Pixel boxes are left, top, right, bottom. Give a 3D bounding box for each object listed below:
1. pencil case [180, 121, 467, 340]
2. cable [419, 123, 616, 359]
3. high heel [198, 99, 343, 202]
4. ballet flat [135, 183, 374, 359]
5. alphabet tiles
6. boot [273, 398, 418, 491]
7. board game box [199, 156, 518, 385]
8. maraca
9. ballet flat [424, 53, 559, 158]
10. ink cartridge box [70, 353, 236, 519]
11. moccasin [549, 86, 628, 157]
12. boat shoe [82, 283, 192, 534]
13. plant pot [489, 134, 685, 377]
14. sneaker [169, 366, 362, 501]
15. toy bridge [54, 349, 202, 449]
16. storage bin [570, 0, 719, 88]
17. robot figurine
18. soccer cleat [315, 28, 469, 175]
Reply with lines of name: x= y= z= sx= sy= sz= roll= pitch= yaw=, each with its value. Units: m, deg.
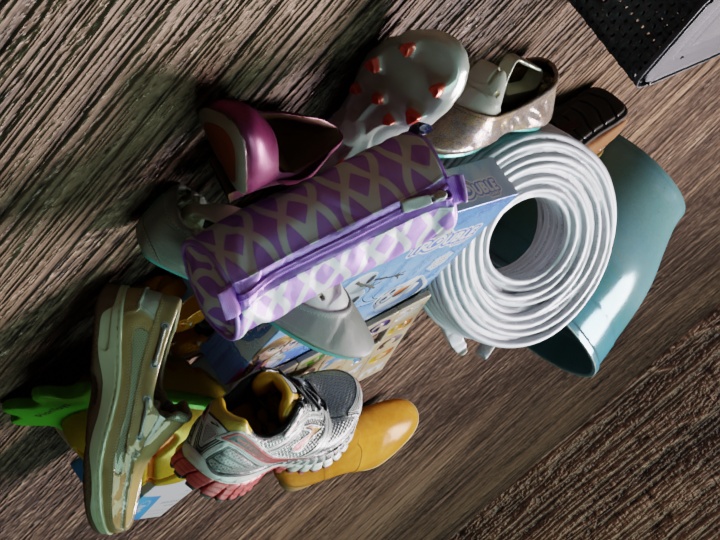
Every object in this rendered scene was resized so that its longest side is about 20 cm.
pencil case: x=-0.024 y=-0.023 z=1.435 sx=0.200 sy=0.084 sz=0.085 roll=-28 pitch=-151 yaw=-18
cable: x=0.127 y=-0.033 z=1.787 sx=0.200 sy=0.069 sz=0.200 roll=-47 pitch=127 yaw=-9
high heel: x=-0.054 y=-0.095 z=1.405 sx=0.096 sy=0.067 sz=0.200 roll=-27 pitch=179 yaw=-6
ballet flat: x=-0.064 y=0.001 z=1.492 sx=0.064 sy=0.200 sz=0.067 roll=-52 pitch=-159 yaw=29
alphabet tiles: x=-0.034 y=0.093 z=1.780 sx=0.167 sy=0.008 sz=0.200 roll=-27 pitch=165 yaw=-24
boot: x=-0.010 y=0.197 z=2.460 sx=0.201 sy=0.071 sz=0.144 roll=-27 pitch=167 yaw=-14
board game box: x=0.000 y=0.000 z=1.644 sx=0.200 sy=0.043 sz=0.199 roll=-18 pitch=157 yaw=-49
maraca: x=-0.189 y=0.117 z=1.686 sx=0.200 sy=0.107 sz=0.137 roll=13 pitch=153 yaw=-37
ballet flat: x=0.099 y=-0.140 z=1.666 sx=0.200 sy=0.068 sz=0.067 roll=-24 pitch=143 yaw=-58
ink cartridge box: x=-0.142 y=0.134 z=1.827 sx=0.200 sy=0.067 sz=0.116 roll=-39 pitch=167 yaw=11
moccasin: x=0.163 y=-0.106 z=1.898 sx=0.201 sy=0.074 sz=0.078 roll=-35 pitch=157 yaw=-46
boat shoe: x=-0.165 y=0.110 z=1.573 sx=0.072 sy=0.076 sz=0.200 roll=-81 pitch=177 yaw=-68
plant pot: x=0.207 y=-0.032 z=2.016 sx=0.188 sy=0.200 sz=0.200 roll=-49 pitch=168 yaw=-11
sneaker: x=-0.058 y=0.115 z=1.633 sx=0.200 sy=0.078 sz=0.082 roll=-23 pitch=148 yaw=-53
toy bridge: x=-0.170 y=0.087 z=1.803 sx=0.200 sy=0.027 sz=0.067 roll=-28 pitch=164 yaw=-33
storage bin: x=0.285 y=-0.241 z=1.689 sx=0.200 sy=0.094 sz=0.135 roll=-23 pitch=161 yaw=-40
robot figurine: x=-0.077 y=-0.009 z=1.650 sx=0.200 sy=0.058 sz=0.145 roll=-34 pitch=166 yaw=-8
soccer cleat: x=0.026 y=-0.123 z=1.522 sx=0.078 sy=0.069 sz=0.200 roll=-32 pitch=173 yaw=-38
